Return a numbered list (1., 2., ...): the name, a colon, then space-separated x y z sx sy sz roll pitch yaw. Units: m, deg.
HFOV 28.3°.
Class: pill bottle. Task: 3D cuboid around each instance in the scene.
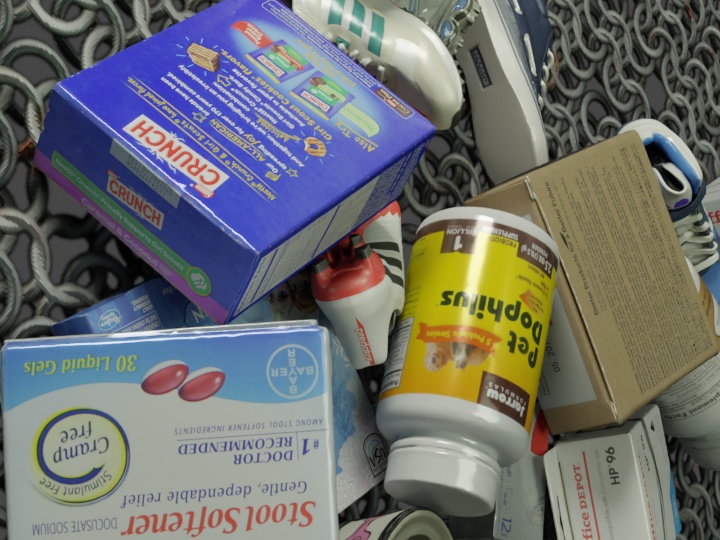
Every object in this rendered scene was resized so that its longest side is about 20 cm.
1. pill bottle: 0.073 0.065 1.007 0.109 0.109 0.202 32 61 -38
2. pill bottle: 0.297 0.087 1.311 0.200 0.114 0.115 50 50 -27

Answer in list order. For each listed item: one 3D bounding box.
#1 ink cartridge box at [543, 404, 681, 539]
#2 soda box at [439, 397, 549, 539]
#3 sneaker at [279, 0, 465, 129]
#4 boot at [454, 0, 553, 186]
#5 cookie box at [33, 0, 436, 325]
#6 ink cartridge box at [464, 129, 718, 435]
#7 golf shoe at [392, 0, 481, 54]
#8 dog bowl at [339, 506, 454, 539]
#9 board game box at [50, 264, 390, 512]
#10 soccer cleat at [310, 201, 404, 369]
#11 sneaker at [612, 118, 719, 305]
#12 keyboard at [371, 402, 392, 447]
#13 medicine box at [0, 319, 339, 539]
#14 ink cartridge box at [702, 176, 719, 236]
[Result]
1. ink cartridge box: 0.211 0.185 1.182 0.200 0.067 0.117 -10 89 -70
2. soda box: 0.107 0.120 1.137 0.063 0.068 0.202 24 64 -41
3. sneaker: -0.011 -0.165 1.034 0.093 0.070 0.200 -33 74 -21
4. boot: 0.139 -0.162 1.225 0.090 0.072 0.202 -20 95 -38
5. cookie box: -0.078 -0.081 0.920 0.171 0.076 0.200 40 44 13
6. ink cartridge box: 0.187 0.007 1.140 0.164 0.075 0.202 -23 93 -43
7. golf shoe: 0.014 -0.160 1.114 0.097 0.078 0.201 34 53 -10
8. dog bowl: 0.005 0.259 0.957 0.200 0.073 0.203 -1 90 -65
9. board game box: -0.082 0.088 0.949 0.199 0.043 0.201 -30 100 -47
10. soccer cleat: 0.000 0.000 1.011 0.200 0.068 0.086 -86 161 -70
11. sneaker: 0.285 -0.043 1.303 0.146 0.080 0.202 -19 85 -83
12. keyboard: -0.036 0.134 1.026 0.199 0.011 0.057 -6 91 -47
13. medicine box: -0.108 0.135 0.812 0.180 0.103 0.202 -3 87 -12
14. ink cartridge box: 0.445 -0.011 1.468 0.144 0.144 0.202 -31 105 -46
